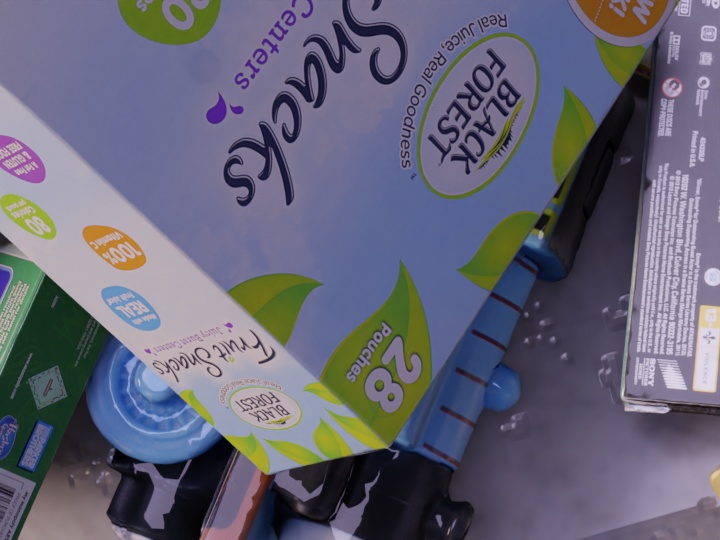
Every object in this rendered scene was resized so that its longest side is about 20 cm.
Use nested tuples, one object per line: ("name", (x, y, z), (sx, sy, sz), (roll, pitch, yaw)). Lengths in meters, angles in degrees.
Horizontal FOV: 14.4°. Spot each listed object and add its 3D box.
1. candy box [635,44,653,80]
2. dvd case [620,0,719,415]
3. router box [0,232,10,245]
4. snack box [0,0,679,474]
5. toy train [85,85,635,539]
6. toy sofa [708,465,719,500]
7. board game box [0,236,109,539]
("candy box", (0.157, -0.133, 0.848), (0.102, 0.026, 0.200), (28, 85, 15))
("dvd case", (0.178, -0.023, 0.802), (0.200, 0.022, 0.146), (4, 83, 7))
("router box", (-0.112, -0.080, 0.819), (0.200, 0.051, 0.149), (-13, 60, 51))
("snack box", (-0.034, -0.078, 0.706), (0.200, 0.068, 0.169), (43, 61, -19))
("toy train", (0.000, 0.000, 0.826), (0.114, 0.087, 0.200), (21, 83, 11))
("toy sofa", (0.195, 0.026, 0.717), (0.200, 0.098, 0.083), (-38, 83, 35))
("board game box", (-0.104, -0.022, 0.842), (0.135, 0.029, 0.200), (15, 79, 57))
